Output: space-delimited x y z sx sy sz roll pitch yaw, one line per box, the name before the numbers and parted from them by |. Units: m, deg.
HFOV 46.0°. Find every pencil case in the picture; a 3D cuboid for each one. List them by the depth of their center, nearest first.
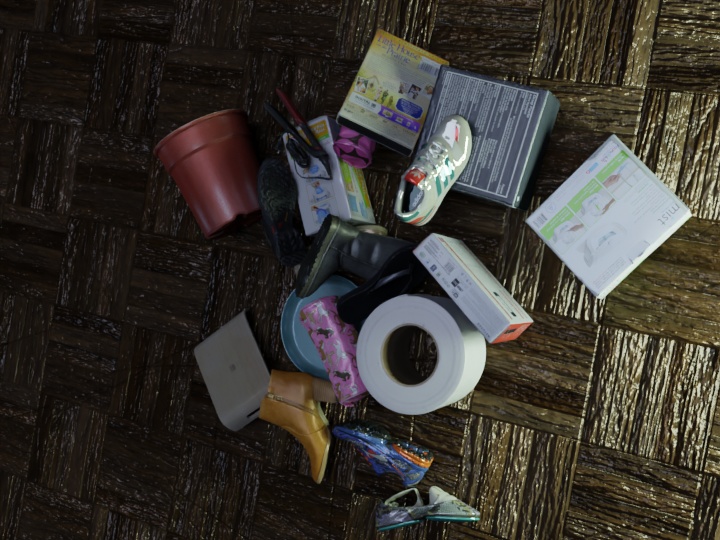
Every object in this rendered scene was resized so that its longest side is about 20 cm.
pencil case | 0.012 -0.281 1.538 0.090 0.094 0.202 28 65 -15
pencil case | -0.039 0.147 1.562 0.202 0.082 0.087 63 153 12

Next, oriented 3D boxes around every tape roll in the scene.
tape roll | 0.108 0.145 1.494 0.200 0.139 0.206 -1 89 23

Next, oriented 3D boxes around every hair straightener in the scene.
hair straightener | -0.118 -0.235 1.547 0.077 0.041 0.201 -41 74 17

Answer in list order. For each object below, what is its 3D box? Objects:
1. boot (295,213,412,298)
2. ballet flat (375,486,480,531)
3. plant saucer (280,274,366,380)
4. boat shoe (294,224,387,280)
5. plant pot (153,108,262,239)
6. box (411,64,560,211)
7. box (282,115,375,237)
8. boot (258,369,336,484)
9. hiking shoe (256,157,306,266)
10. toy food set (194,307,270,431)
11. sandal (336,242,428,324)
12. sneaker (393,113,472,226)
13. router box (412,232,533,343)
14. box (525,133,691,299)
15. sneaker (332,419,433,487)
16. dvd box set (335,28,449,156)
boot | 0.000 0.002 1.539 0.183 0.198 0.073 -59 27 22
ballet flat | 0.116 0.423 1.521 0.198 0.072 0.073 -13 83 21
plant saucer | -0.061 0.108 1.630 0.198 0.027 0.203 -1 87 23
boat shoe | -0.035 -0.028 1.592 0.198 0.071 0.065 -21 63 23
plant pot | -0.272 -0.178 1.652 0.199 0.200 0.197 -26 86 20
box | 0.216 -0.226 1.469 0.197 0.123 0.202 20 98 24
box | -0.059 -0.172 1.592 0.100 0.112 0.203 -18 80 23
boot | -0.123 0.292 1.602 0.142 0.071 0.204 7 90 2
hiking shoe | -0.161 -0.107 1.579 0.100 0.075 0.203 10 111 63
toy food set | -0.239 0.197 1.694 0.143 0.060 0.202 -35 67 19
sandal | 0.047 0.032 1.500 0.200 0.076 0.043 -40 29 10
sneaker | 0.116 -0.164 1.397 0.070 0.093 0.201 33 104 20
router box | 0.195 0.031 1.439 0.049 0.179 0.200 -44 72 15
box | 0.407 -0.086 1.395 0.200 0.096 0.177 -46 73 15
sneaker | 0.032 0.336 1.557 0.198 0.075 0.079 22 100 24
dvd box set | 0.058 -0.315 1.491 0.145 0.029 0.202 24 67 -4
